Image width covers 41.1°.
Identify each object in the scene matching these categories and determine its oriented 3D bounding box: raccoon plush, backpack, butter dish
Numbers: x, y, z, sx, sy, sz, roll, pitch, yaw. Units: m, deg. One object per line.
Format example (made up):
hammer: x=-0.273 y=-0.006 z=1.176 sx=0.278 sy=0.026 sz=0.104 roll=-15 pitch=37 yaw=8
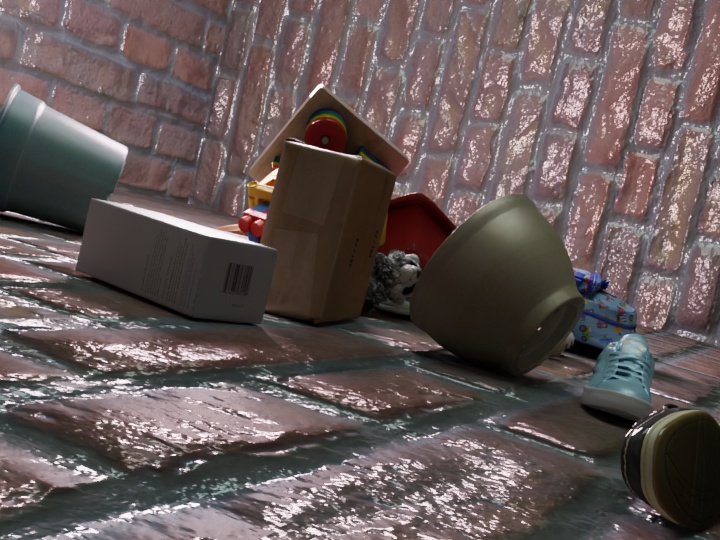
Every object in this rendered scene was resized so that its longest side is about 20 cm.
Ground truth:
raccoon plush: x=0.000 y=0.000 z=1.405 sx=0.198 sy=0.099 sz=0.133 roll=18 pitch=11 yaw=40
backpack: x=0.380 y=0.070 z=1.623 sx=0.197 sy=0.137 sz=0.182 roll=18 pitch=5 yaw=19
butter dish: x=0.065 y=-0.007 z=1.567 sx=0.197 sy=0.150 sz=0.199 roll=-16 pitch=-37 yaw=31

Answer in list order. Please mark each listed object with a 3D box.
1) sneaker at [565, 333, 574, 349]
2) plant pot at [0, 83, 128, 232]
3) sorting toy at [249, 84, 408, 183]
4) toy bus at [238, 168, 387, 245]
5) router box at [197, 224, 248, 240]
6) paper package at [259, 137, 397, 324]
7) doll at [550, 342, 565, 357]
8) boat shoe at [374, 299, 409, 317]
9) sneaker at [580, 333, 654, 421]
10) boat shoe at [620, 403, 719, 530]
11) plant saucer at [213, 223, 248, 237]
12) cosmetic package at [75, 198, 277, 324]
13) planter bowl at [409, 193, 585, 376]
sneaker: x=0.254 y=0.046 z=1.513 sx=0.074 sy=0.118 sz=0.198 roll=-23 pitch=28 yaw=-38
plant pot: x=-0.478 y=-0.159 z=1.499 sx=0.193 sy=0.204 sz=0.200 roll=20 pitch=1 yaw=-17
sorting toy: x=-0.054 y=-0.163 z=1.593 sx=0.198 sy=0.200 sz=0.070 roll=37 pitch=24 yaw=-17
toy bus: x=-0.084 y=-0.082 z=1.456 sx=0.197 sy=0.138 sz=0.191 roll=17 pitch=33 yaw=32
router box: x=-0.223 y=-0.033 z=1.548 sx=0.176 sy=0.050 sz=0.200 roll=13 pitch=4 yaw=-11
paper package: x=-0.044 y=-0.044 z=1.188 sx=0.102 sy=0.204 sz=0.190 roll=15 pitch=3 yaw=15
doll: x=0.208 y=0.085 z=1.374 sx=0.197 sy=0.049 sz=0.136 roll=20 pitch=-8 yaw=-17
boat shoe: x=0.098 y=0.046 z=1.470 sx=0.196 sy=0.075 sz=0.061 roll=-5 pitch=-31 yaw=-21
sneaker: x=0.276 y=0.107 z=1.016 sx=0.073 sy=0.084 sz=0.200 roll=13 pitch=3 yaw=10
boat shoe: x=0.207 y=0.125 z=0.632 sx=0.065 sy=0.073 sz=0.199 roll=3 pitch=-4 yaw=38
plant saucer: x=-0.193 y=-0.061 z=1.754 sx=0.196 sy=0.033 sz=0.200 roll=-3 pitch=-5 yaw=0
cosmetic package: x=-0.196 y=-0.012 z=1.015 sx=0.198 sy=0.086 sz=0.107 roll=16 pitch=3 yaw=38
planter bowl: x=0.171 y=0.034 z=1.106 sx=0.135 sy=0.201 sz=0.199 roll=46 pitch=20 yaw=28
